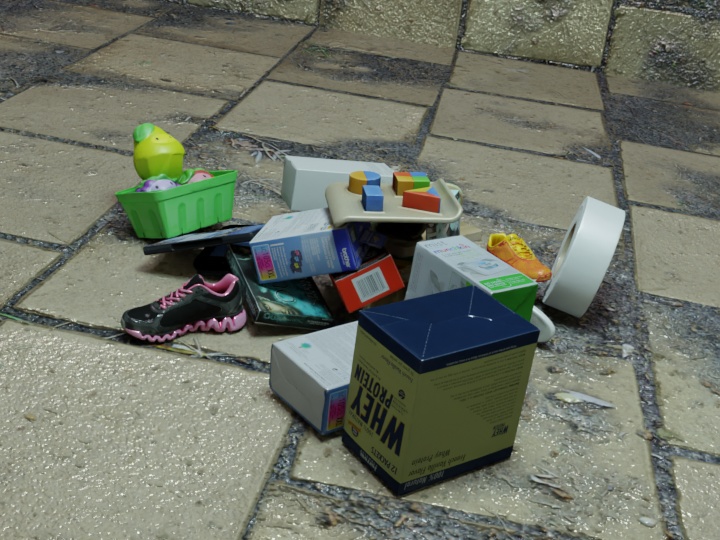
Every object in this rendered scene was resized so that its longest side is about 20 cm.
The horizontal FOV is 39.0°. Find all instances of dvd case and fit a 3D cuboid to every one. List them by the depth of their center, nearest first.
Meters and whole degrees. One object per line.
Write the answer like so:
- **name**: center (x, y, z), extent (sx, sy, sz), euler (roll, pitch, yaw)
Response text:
- **dvd case**: center (0.137, -0.016, 1.677), extent (0.022, 0.201, 0.146), euler (5, 23, 20)
- **dvd case**: center (-0.254, -0.054, 1.743), extent (0.199, 0.018, 0.143), euler (-7, 8, 15)

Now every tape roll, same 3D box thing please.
- **tape roll**: center (0.384, -0.024, 1.752), extent (0.070, 0.203, 0.203), euler (22, 27, 6)

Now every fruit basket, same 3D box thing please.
- **fruit basket**: center (-0.344, -0.173, 1.857), extent (0.155, 0.217, 0.215), euler (2, 17, 41)

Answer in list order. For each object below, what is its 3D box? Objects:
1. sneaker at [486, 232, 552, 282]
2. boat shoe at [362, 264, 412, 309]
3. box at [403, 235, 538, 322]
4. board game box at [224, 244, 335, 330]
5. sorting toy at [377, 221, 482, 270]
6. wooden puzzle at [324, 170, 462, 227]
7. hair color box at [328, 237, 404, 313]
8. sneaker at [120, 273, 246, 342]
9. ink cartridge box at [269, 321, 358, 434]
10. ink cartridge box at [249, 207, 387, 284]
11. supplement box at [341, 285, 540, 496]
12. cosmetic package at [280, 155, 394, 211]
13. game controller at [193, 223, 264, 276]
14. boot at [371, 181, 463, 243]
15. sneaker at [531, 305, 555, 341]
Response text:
- **sneaker**: center (0.278, -0.022, 1.835), extent (0.073, 0.078, 0.200), euler (-7, 18, -21)
- **boat shoe**: center (0.064, 0.039, 1.704), extent (0.069, 0.074, 0.200), euler (10, 23, 40)
- **box**: center (0.149, 0.077, 1.488), extent (0.096, 0.201, 0.176), euler (-10, 29, -33)
- **board game box**: center (-0.134, 0.026, 1.659), extent (0.135, 0.028, 0.200), euler (8, 29, -29)
- **sorting toy**: center (0.084, -0.053, 1.868), extent (0.199, 0.070, 0.198), euler (-13, 25, -37)
- **wooden puzzle**: center (0.048, -0.120, 1.611), extent (0.199, 0.047, 0.185), euler (-4, 22, -6)
- **hair color box**: center (0.000, 0.000, 1.672), extent (0.101, 0.061, 0.200), euler (-26, 14, -3)
- **sneaker**: center (-0.269, 0.049, 1.553), extent (0.199, 0.096, 0.079), euler (-9, 32, -28)
- **ink cartridge box**: center (-0.009, 0.142, 1.434), extent (0.199, 0.077, 0.136), euler (-15, 34, -36)
- **ink cartridge box**: center (-0.061, -0.048, 1.631), extent (0.199, 0.077, 0.137), euler (-10, 19, 17)
- **supplement box**: center (0.101, 0.151, 1.319), extent (0.199, 0.201, 0.134), euler (-11, 31, -34)
- **cosmetic package**: center (-0.039, -0.158, 1.890), extent (0.199, 0.085, 0.108), euler (2, 20, -15)
- **game controller**: center (-0.223, -0.038, 1.805), extent (0.104, 0.042, 0.200), euler (11, 25, 6)
- **boot**: center (0.102, -0.100, 1.791), extent (0.199, 0.072, 0.155), euler (-7, 19, -10)
- **sneaker**: center (0.271, 0.054, 1.716), extent (0.099, 0.071, 0.200), euler (-19, 32, -35)
